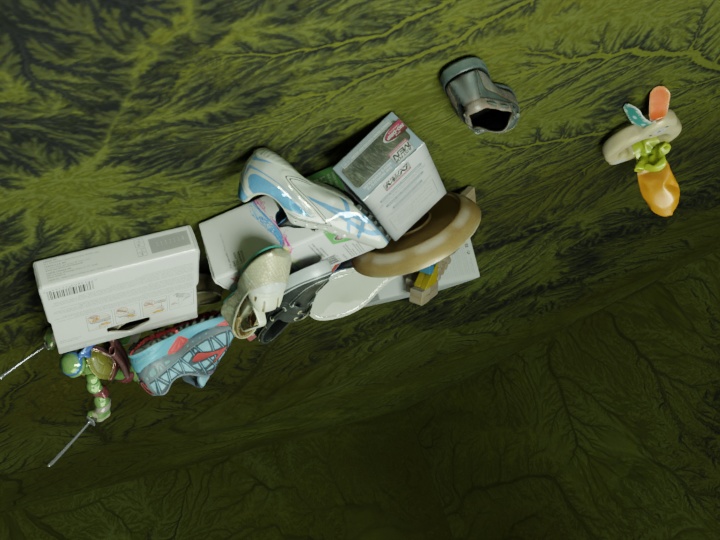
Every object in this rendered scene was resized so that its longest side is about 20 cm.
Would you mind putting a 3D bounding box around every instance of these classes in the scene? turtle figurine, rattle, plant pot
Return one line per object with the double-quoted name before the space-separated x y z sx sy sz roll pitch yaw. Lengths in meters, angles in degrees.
"turtle figurine" -0.412 0.149 1.287 0.201 0.143 0.194 -61 163 14
"rattle" 0.445 -0.174 1.308 0.129 0.145 0.200 -1 170 0
"plant pot" 0.074 -0.059 1.226 0.198 0.028 0.201 -20 -153 10

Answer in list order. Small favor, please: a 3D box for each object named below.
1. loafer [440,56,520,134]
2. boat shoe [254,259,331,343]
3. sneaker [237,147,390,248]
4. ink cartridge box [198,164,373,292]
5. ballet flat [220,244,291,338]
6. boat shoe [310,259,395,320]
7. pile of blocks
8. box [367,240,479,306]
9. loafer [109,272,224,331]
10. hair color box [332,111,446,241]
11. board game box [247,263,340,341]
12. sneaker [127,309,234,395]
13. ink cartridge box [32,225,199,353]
"loafer" 0.147 -0.186 1.018 0.071 0.063 0.200 -26 163 20
"boat shoe" -0.092 0.043 1.165 0.068 0.057 0.200 -22 172 -40
"sneaker" -0.053 -0.071 1.006 0.199 0.072 0.073 27 99 -25
"ink cartridge box" -0.094 -0.045 1.146 0.198 0.085 0.145 -22 164 6
"ballet flat" -0.126 0.034 1.097 0.067 0.063 0.200 -14 163 -27
"boat shoe" 0.000 0.000 1.291 0.199 0.074 0.060 -37 -152 0
"pile of blocks" 0.110 -0.046 1.326 0.062 0.201 0.082 18 160 33
"box" 0.074 -0.007 1.421 0.198 0.098 0.124 -12 174 -30
"loafer" -0.288 0.051 1.254 0.198 0.068 0.076 -8 163 -31
"hair color box" 0.042 -0.112 1.088 0.099 0.061 0.200 -43 163 1
"board game box" -0.097 0.033 1.291 0.200 0.019 0.103 -36 -166 45
"sneaker" -0.237 0.118 1.241 0.199 0.096 0.079 -23 -168 -36
"ink cartridge box" -0.314 0.027 1.134 0.198 0.045 0.177 -15 153 -20
